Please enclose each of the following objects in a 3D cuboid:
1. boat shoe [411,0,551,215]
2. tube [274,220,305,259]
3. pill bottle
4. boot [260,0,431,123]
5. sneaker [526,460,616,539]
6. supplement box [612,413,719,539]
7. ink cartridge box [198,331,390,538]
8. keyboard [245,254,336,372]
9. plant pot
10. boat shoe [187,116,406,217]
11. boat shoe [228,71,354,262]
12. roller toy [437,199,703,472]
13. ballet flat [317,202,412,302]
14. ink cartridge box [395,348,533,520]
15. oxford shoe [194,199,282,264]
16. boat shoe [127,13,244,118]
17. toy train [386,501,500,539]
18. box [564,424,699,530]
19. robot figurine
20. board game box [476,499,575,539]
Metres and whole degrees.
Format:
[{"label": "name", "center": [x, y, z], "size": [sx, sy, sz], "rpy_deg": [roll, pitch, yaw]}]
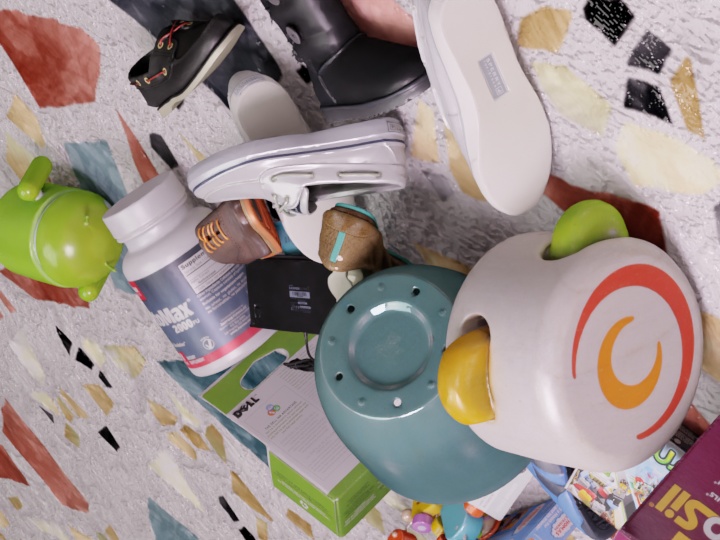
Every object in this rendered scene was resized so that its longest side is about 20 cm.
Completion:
[{"label": "boat shoe", "center": [0.089, -0.136, 1.338], "size": [0.068, 0.072, 0.200], "rpy_deg": [33, 156, 58]}, {"label": "tube", "center": [-0.025, 0.032, 1.725], "size": [0.077, 0.050, 0.200], "rpy_deg": [-15, 107, 50]}, {"label": "pill bottle", "center": [-0.183, 0.001, 1.823], "size": [0.200, 0.120, 0.120], "rpy_deg": [57, 151, -13]}, {"label": "boot", "center": [-0.028, -0.223, 1.402], "size": [0.165, 0.066, 0.200], "rpy_deg": [-8, 114, 55]}, {"label": "sneaker", "center": [0.171, 0.159, 1.573], "size": [0.078, 0.066, 0.200], "rpy_deg": [-19, 105, 52]}, {"label": "supplement box", "center": [0.292, 0.195, 1.314], "size": [0.131, 0.200, 0.103], "rpy_deg": [37, 150, 18]}, {"label": "ink cartridge box", "center": [-0.047, 0.160, 1.797], "size": [0.200, 0.148, 0.076], "rpy_deg": [33, 149, 28]}, {"label": "keyboard", "center": [-0.052, 0.048, 1.706], "size": [0.200, 0.021, 0.127], "rpy_deg": [3, 100, 55]}, {"label": "plant pot", "center": [0.052, 0.086, 1.459], "size": [0.200, 0.201, 0.161], "rpy_deg": [32, 176, 28]}, {"label": "boat shoe", "center": [-0.056, -0.080, 1.489], "size": [0.074, 0.200, 0.067], "rpy_deg": [24, -126, -68]}, {"label": "boat shoe", "center": [-0.068, -0.098, 1.593], "size": [0.200, 0.072, 0.069], "rpy_deg": [55, 179, -29]}, {"label": "roller toy", "center": [0.163, 0.063, 1.345], "size": [0.140, 0.200, 0.182], "rpy_deg": [6, 150, 51]}, {"label": "ballet flat", "center": [0.000, 0.000, 1.535], "size": [0.068, 0.072, 0.200], "rpy_deg": [18, 170, 14]}, {"label": "ink cartridge box", "center": [0.085, 0.136, 1.666], "size": [0.200, 0.057, 0.163], "rpy_deg": [27, 132, -1]}, {"label": "oxford shoe", "center": [-0.120, -0.035, 1.651], "size": [0.200, 0.073, 0.071], "rpy_deg": [100, 148, -80]}, {"label": "boat shoe", "center": [-0.167, -0.199, 1.603], "size": [0.063, 0.074, 0.201], "rpy_deg": [45, 157, -11]}, {"label": "toy train", "center": [0.082, 0.286, 1.788], "size": [0.056, 0.151, 0.200], "rpy_deg": [26, 164, -20]}, {"label": "box", "center": [0.282, 0.203, 1.466], "size": [0.200, 0.035, 0.110], "rpy_deg": [37, 124, 20]}, {"label": "robot figurine", "center": [-0.359, -0.043, 2.015], "size": [0.200, 0.116, 0.176], "rpy_deg": [12, 136, 48]}, {"label": "board game box", "center": [0.126, 0.303, 1.727], "size": [0.037, 0.151, 0.200], "rpy_deg": [48, 152, -1]}]
